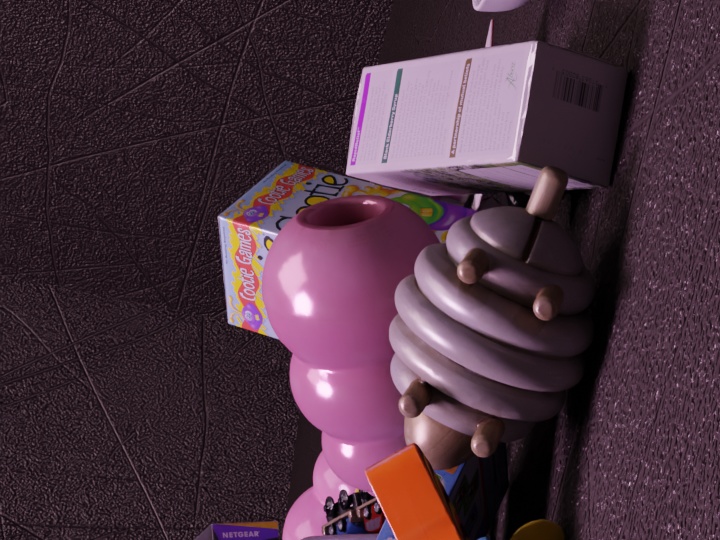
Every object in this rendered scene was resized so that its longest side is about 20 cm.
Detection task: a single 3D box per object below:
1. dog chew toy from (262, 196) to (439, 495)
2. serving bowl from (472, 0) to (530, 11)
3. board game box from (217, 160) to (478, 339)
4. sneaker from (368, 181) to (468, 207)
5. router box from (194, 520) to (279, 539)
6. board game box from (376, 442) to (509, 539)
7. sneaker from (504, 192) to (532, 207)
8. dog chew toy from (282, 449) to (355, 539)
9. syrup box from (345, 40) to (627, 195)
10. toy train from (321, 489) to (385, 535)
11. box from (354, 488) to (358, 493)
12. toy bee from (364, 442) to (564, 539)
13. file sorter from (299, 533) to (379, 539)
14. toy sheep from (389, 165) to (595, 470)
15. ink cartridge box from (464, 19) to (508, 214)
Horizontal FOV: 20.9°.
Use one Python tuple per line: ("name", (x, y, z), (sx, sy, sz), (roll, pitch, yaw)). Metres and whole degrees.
("dog chew toy", (0.004, 0.056, 1.302), (0.125, 0.123, 0.202), (-90, -7, -70))
("serving bowl", (0.144, -0.305, 1.590), (0.200, 0.065, 0.202), (-169, 90, -86))
("board game box", (0.000, 0.000, 1.543), (0.105, 0.199, 0.104), (-43, -40, -45))
("sneaker", (0.050, -0.062, 1.610), (0.089, 0.080, 0.201), (-66, -7, -46))
("router box", (-0.102, 0.281, 1.401), (0.200, 0.052, 0.158), (131, 135, -60))
("board game box", (0.043, 0.187, 1.274), (0.152, 0.036, 0.201), (80, -148, -58))
("sneaker", (0.113, -0.091, 1.406), (0.200, 0.071, 0.083), (-89, 10, -67))
("dog chew toy", (0.004, 0.209, 1.831), (0.125, 0.124, 0.201), (-97, 27, -77))
("syrup box", (0.078, -0.097, 1.290), (0.199, 0.078, 0.082), (2, 80, 57))
("toy train", (0.020, 0.175, 1.465), (0.200, 0.034, 0.046), (-36, 62, 60))
("box", (0.040, 0.152, 1.589), (0.070, 0.064, 0.202), (19, -93, -80))
("toy bee", (0.059, 0.207, 1.144), (0.109, 0.130, 0.201), (56, -152, -61))
("file sorter", (-0.014, 0.289, 1.416), (0.200, 0.124, 0.140), (120, 146, -53))
("toy sheep", (0.081, 0.032, 1.180), (0.201, 0.137, 0.138), (-62, 9, 16))
("ink cartridge box", (0.107, -0.076, 1.630), (0.177, 0.044, 0.201), (105, 174, -49))
